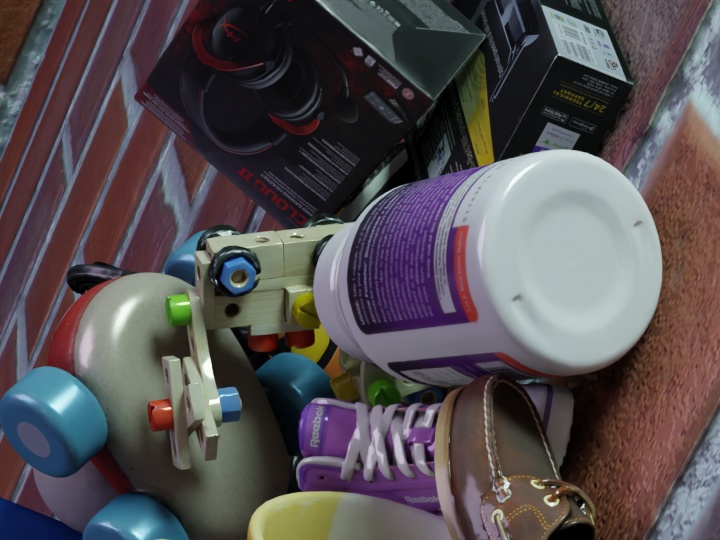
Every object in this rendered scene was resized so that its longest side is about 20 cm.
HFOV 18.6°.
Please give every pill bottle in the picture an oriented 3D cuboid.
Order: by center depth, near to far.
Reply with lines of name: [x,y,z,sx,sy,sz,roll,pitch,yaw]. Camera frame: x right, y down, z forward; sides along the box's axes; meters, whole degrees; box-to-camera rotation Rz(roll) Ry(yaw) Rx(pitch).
pill bottle: [0.057,0.003,1.154,0.200,0.111,0.112,-9,62,60]

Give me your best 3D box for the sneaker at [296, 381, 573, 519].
sneaker: [0.028,0.098,1.182,0.200,0.114,0.073,-39,34,57]

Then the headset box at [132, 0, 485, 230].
headset box: [-0.039,-0.119,1.353,0.075,0.149,0.200,-52,4,-39]

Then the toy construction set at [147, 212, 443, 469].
toy construction set: [-0.038,0.040,1.276,0.092,0.199,0.132,31,128,53]

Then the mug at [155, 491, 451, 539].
mug: [-0.017,0.206,1.128,0.149,0.186,0.154,-13,-57,-58]

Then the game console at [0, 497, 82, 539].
game console: [-0.193,0.262,1.364,0.201,0.118,0.171,-86,-5,-50]

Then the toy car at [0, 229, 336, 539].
toy car: [-0.152,0.098,1.358,0.200,0.177,0.184,-17,20,48]

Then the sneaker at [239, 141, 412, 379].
sneaker: [0.000,0.000,1.449,0.070,0.090,0.200,-25,21,49]

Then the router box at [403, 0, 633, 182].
router box: [0.087,-0.102,1.315,0.200,0.052,0.158,-99,32,-56]

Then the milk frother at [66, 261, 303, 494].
milk frother: [-0.127,0.112,1.484,0.181,0.199,0.189,130,153,-52]

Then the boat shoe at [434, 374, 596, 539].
boat shoe: [0.084,0.134,1.041,0.070,0.070,0.201,-34,51,36]
